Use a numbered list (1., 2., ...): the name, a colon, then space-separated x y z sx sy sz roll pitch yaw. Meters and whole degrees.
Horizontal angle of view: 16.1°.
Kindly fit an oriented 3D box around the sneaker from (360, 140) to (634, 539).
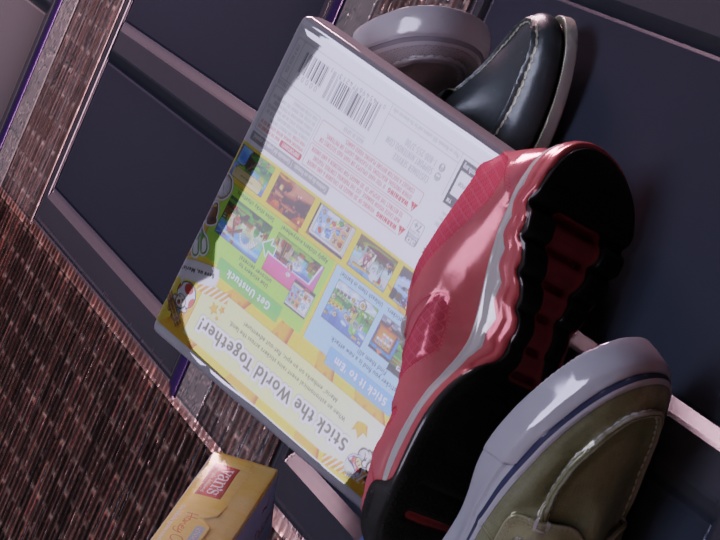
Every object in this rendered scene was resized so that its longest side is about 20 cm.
1. sneaker: 0.050 0.036 1.122 0.087 0.074 0.200 14 76 57

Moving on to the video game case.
1. video game case: 0.000 0.000 1.230 0.200 0.023 0.182 38 107 37

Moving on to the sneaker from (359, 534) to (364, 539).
1. sneaker: -0.013 0.172 1.142 0.200 0.082 0.074 -67 20 2

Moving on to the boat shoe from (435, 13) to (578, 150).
1. boat shoe: 0.036 -0.050 1.252 0.200 0.062 0.073 -55 23 28

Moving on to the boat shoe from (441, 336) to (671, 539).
1. boat shoe: 0.074 0.115 1.034 0.062 0.072 0.200 54 128 35

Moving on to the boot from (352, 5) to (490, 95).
1. boot: 0.010 -0.060 1.331 0.200 0.073 0.096 137 142 -62

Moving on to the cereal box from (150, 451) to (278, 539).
1. cereal box: -0.087 0.203 1.180 0.144 0.039 0.200 -55 -24 -56
